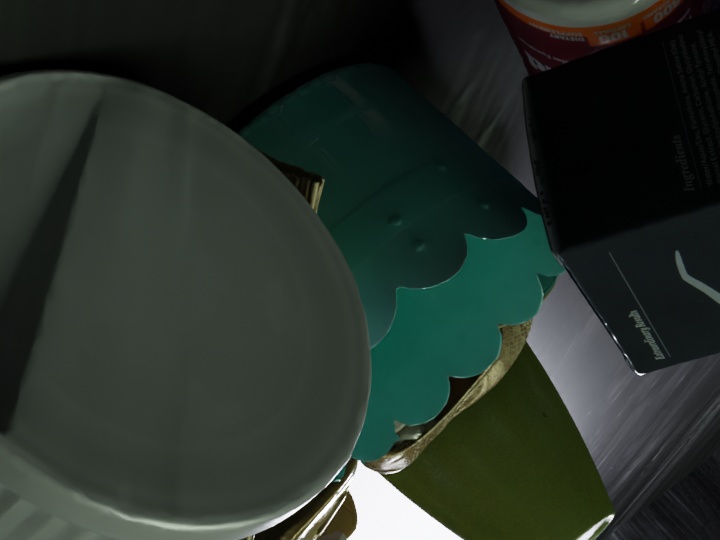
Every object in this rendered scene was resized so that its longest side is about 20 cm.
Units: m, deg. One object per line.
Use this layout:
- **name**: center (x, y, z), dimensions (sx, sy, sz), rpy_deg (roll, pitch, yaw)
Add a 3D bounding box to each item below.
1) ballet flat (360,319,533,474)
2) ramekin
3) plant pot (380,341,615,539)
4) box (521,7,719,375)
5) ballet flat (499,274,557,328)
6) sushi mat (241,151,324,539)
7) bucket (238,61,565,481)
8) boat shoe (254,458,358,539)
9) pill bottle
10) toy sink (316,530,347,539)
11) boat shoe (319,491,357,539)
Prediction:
- **ballet flat**: center (0.068, 0.085, 1.086), dimensions (0.200, 0.070, 0.065), rpy_deg (-52, 162, 0)
- **ramekin**: center (-0.103, 0.027, 0.531), dimensions (0.202, 0.203, 0.094), rpy_deg (-18, 162, -47)
- **plant pot**: center (0.124, 0.168, 1.181), dimensions (0.187, 0.200, 0.187), rpy_deg (-36, 158, -17)
- **box**: center (0.196, -0.046, 0.640), dimensions (0.199, 0.105, 0.148), rpy_deg (-17, 147, 18)
- **ballet flat**: center (0.067, 0.028, 1.018), dimensions (0.199, 0.070, 0.070), rpy_deg (-23, 152, -37)
- **sushi mat**: center (-0.066, 0.038, 0.642), dimensions (0.012, 0.095, 0.201), rpy_deg (-6, 115, -44)
- **bucket**: center (0.000, 0.000, 0.719), dimensions (0.207, 0.135, 0.207), rpy_deg (-37, 159, -16)
- **boat shoe**: center (-0.074, 0.184, 0.887), dimensions (0.200, 0.074, 0.069), rpy_deg (-41, 157, -12)
- **pill bottle**: center (0.130, -0.146, 0.702), dimensions (0.114, 0.114, 0.200), rpy_deg (-43, 158, 4)
- **toy sink**: center (-0.087, 0.285, 0.942), dimensions (0.199, 0.112, 0.130), rpy_deg (-25, -175, 21)
- **boat shoe**: center (-0.092, 0.206, 1.066), dimensions (0.199, 0.071, 0.069), rpy_deg (-2, 157, -42)
